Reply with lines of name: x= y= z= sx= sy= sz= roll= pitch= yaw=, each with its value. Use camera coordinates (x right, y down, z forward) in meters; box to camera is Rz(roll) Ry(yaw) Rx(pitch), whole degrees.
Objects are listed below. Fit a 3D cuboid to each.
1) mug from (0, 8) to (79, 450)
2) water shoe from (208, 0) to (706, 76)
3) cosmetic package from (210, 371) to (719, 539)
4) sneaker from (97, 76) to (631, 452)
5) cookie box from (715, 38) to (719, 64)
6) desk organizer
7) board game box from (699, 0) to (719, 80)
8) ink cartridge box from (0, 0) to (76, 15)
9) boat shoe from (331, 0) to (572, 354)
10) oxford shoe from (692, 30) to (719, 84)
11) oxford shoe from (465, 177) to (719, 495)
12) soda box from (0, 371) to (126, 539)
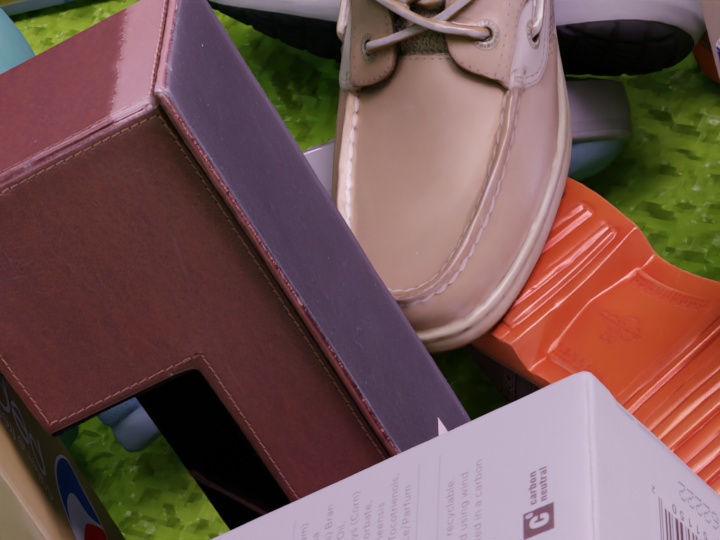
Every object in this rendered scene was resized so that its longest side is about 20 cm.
mug: x=-0.155 y=-0.026 z=0.837 sx=0.184 sy=0.115 sz=0.153 roll=9 pitch=55 yaw=26
water shoe: x=0.032 y=-0.108 z=0.846 sx=0.199 sy=0.071 sz=0.079 roll=8 pitch=82 yaw=38
cosmetic package: x=0.002 y=0.111 z=0.630 sx=0.199 sy=0.101 sz=0.072 roll=-26 pitch=41 yaw=28
sneaker: x=0.000 y=0.000 z=0.807 sx=0.199 sy=0.082 sz=0.074 roll=-19 pitch=2 yaw=-15
cookie box: x=0.197 y=-0.051 z=0.699 sx=0.200 sy=0.172 sz=0.075 roll=-42 pitch=53 yaw=-17
desk organizer: x=-0.030 y=0.032 z=0.676 sx=0.077 sy=0.200 sz=0.072 roll=-25 pitch=27 yaw=14
board game box: x=0.153 y=-0.095 z=0.731 sx=0.126 sy=0.200 sz=0.035 roll=-37 pitch=47 yaw=-14
ink cartridge box: x=-0.065 y=-0.175 z=0.917 sx=0.199 sy=0.137 sz=0.077 roll=-13 pitch=51 yaw=9
boat shoe: x=0.023 y=-0.076 z=0.742 sx=0.072 sy=0.065 sz=0.201 roll=1 pitch=67 yaw=25
oxford shoe: x=0.144 y=-0.156 z=0.871 sx=0.071 sy=0.073 sz=0.201 roll=-3 pitch=51 yaw=17
oxford shoe: x=0.093 y=0.045 z=0.715 sx=0.071 sy=0.073 sz=0.200 roll=-35 pitch=43 yaw=-7
soda box: x=-0.112 y=0.067 z=0.686 sx=0.067 sy=0.200 sz=0.064 roll=-22 pitch=47 yaw=2
